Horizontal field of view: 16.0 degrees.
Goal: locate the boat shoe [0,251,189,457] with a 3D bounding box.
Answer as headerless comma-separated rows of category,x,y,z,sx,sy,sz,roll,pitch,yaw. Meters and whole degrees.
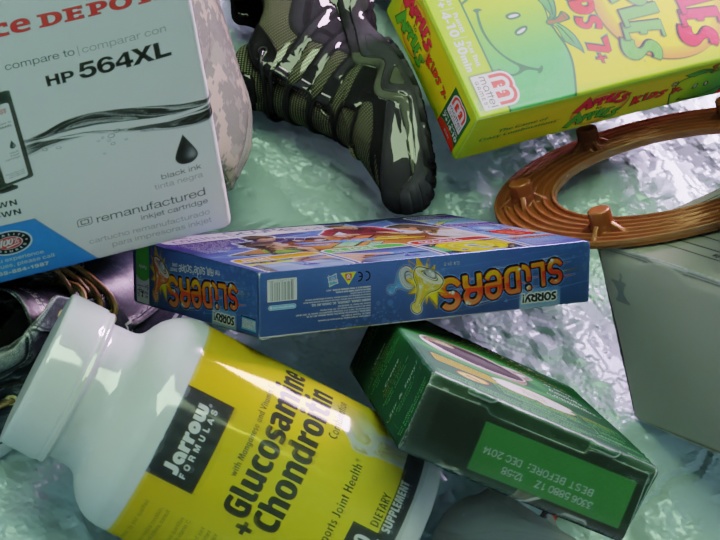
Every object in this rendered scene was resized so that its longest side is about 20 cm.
boat shoe,-0.154,0.023,1.338,0.071,0.091,0.200,38,56,19

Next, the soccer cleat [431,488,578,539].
soccer cleat,0.125,0.175,1.288,0.200,0.069,0.078,22,57,16

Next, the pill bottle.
pill bottle,-0.070,0.092,1.259,0.200,0.112,0.112,27,52,-8

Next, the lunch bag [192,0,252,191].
lunch bag,-0.138,-0.146,1.406,0.117,0.164,0.200,-24,53,2

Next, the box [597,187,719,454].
box,0.249,0.010,1.373,0.200,0.109,0.128,-24,22,-24

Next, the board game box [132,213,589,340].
board game box,0.000,0.000,1.337,0.200,0.035,0.135,-6,10,-31

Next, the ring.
ring,0.171,-0.059,1.425,0.200,0.019,0.200,-13,20,5

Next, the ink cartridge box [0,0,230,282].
ink cartridge box,-0.150,-0.096,1.232,0.146,0.200,0.084,-14,53,-4

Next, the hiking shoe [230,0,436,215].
hiking shoe,-0.023,-0.101,1.478,0.101,0.076,0.200,-21,55,-4

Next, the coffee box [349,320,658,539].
coffee box,0.066,0.072,1.273,0.123,0.200,0.044,23,95,-11

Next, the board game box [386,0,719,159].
board game box,0.127,-0.138,1.465,0.200,0.048,0.102,-15,68,-23
